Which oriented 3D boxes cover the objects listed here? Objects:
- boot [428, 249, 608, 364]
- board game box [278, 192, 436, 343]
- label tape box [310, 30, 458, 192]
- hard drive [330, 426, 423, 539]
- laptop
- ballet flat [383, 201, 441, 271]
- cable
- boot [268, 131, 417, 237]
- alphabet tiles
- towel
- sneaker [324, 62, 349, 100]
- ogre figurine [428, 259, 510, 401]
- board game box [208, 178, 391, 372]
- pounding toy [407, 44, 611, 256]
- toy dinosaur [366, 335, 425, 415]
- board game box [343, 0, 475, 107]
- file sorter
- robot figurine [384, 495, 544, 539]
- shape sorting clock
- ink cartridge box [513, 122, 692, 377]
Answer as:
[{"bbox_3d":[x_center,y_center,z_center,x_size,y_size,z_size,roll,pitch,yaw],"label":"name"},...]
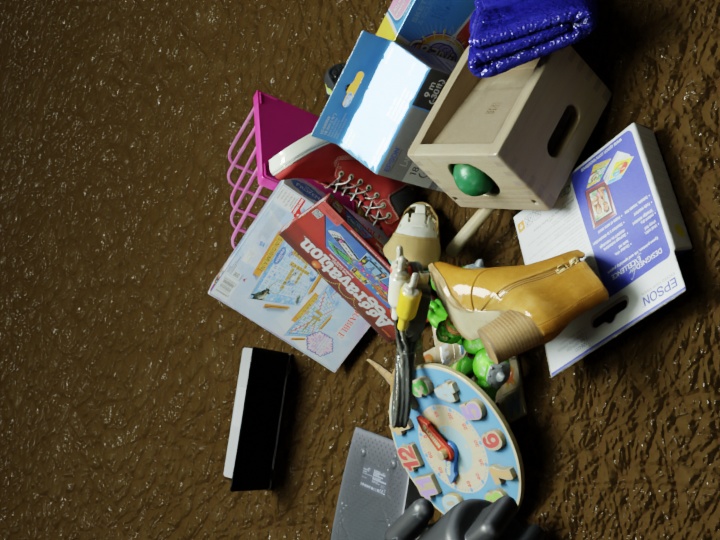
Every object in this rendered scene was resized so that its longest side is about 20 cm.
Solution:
[{"bbox_3d":[0.164,0.017,1.494,0.143,0.071,0.201,-29,31,-8],"label":"boot"},{"bbox_3d":[0.000,0.000,1.743,0.103,0.200,0.020,-30,21,47],"label":"board game box"},{"bbox_3d":[0.062,-0.180,1.682,0.145,0.198,0.063,-62,39,22],"label":"label tape box"},{"bbox_3d":[0.021,0.302,1.740,0.134,0.042,0.203,11,89,55],"label":"hard drive"},{"bbox_3d":[-0.166,0.198,1.967,0.199,0.115,0.190,3,83,54],"label":"laptop"},{"bbox_3d":[0.063,-0.044,1.683,0.200,0.068,0.064,-78,-6,-79],"label":"ballet flat"},{"bbox_3d":[0.040,0.070,1.567,0.097,0.050,0.203,-111,29,-62],"label":"cable"},{"bbox_3d":[-0.014,-0.102,1.739,0.072,0.199,0.146,-24,86,46],"label":"boot"},{"bbox_3d":[0.128,0.132,1.670,0.166,0.006,0.203,-34,54,45],"label":"alphabet tiles"},{"bbox_3d":[0.181,-0.280,1.548,0.146,0.050,0.201,-22,22,15],"label":"towel"},{"bbox_3d":[0.004,-0.189,1.901,0.083,0.071,0.202,99,156,-48],"label":"sneaker"},{"bbox_3d":[0.124,0.072,1.614,0.120,0.097,0.202,129,154,-58],"label":"ogre figurine"},{"bbox_3d":[-0.061,0.004,1.814,0.201,0.198,0.041,-51,11,31],"label":"board game box"},{"bbox_3d":[0.158,-0.132,1.592,0.183,0.142,0.202,6,62,54],"label":"pounding toy"},{"bbox_3d":[0.056,0.130,1.728,0.200,0.059,0.108,122,151,-65],"label":"toy dinosaur"},{"bbox_3d":[0.081,-0.253,1.718,0.202,0.151,0.040,-62,40,23],"label":"board game box"},{"bbox_3d":[-0.100,-0.112,1.903,0.126,0.137,0.201,-55,26,31],"label":"file sorter"},{"bbox_3d":[0.109,0.327,1.539,0.200,0.124,0.152,-47,46,37],"label":"robot figurine"},{"bbox_3d":[0.103,0.198,1.594,0.199,0.039,0.202,33,136,38],"label":"shape sorting clock"},{"bbox_3d":[0.255,-0.017,1.505,0.197,0.047,0.202,-39,53,41],"label":"ink cartridge box"}]
